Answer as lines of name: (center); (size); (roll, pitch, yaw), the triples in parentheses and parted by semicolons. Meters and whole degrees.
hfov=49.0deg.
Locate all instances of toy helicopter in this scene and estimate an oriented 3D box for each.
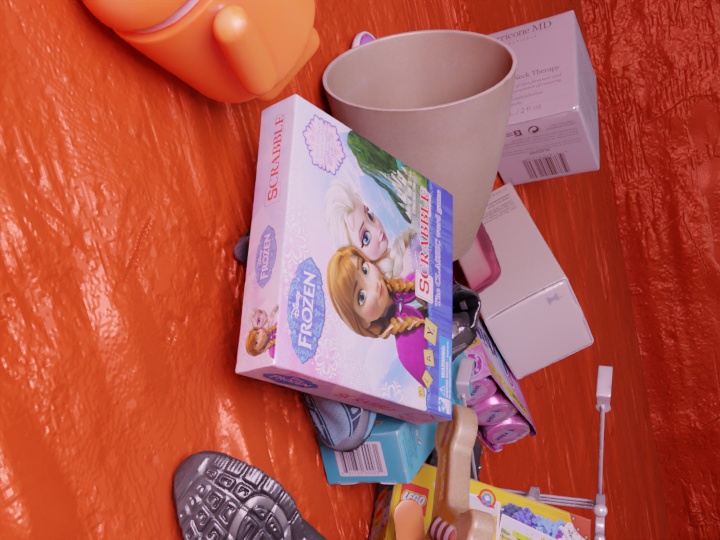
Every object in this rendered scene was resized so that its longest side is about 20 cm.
toy helicopter: (0.067, 0.203, 0.623); (0.078, 0.133, 0.202); (19, 52, -12)

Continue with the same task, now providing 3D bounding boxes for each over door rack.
over door rack: (0.168, 0.187, 0.776); (0.067, 0.145, 0.203); (-60, 147, -56)

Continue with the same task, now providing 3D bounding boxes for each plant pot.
plant pot: (0.065, -0.113, 0.806); (0.188, 0.184, 0.202); (-64, 154, -49)

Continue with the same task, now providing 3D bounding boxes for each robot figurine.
robot figurine: (-0.104, -0.185, 0.512); (0.199, 0.115, 0.146); (27, 59, -59)

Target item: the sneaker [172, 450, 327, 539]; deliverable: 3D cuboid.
sneaker: (-0.060, 0.199, 0.552); (0.076, 0.090, 0.201); (-45, 109, -17)

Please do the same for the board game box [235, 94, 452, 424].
board game box: (0.000, 0.000, 0.608); (0.198, 0.041, 0.203); (24, 61, -44)

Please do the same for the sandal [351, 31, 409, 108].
sandal: (0.045, -0.174, 0.892); (0.205, 0.049, 0.083); (68, 29, -26)

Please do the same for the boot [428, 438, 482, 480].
boot: (0.125, 0.278, 0.908); (0.200, 0.068, 0.176); (50, 41, -44)

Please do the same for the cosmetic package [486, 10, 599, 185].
cosmetic package: (0.294, -0.277, 1.303); (0.166, 0.165, 0.203); (45, 43, -50)

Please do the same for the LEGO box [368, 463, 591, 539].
LEGO box: (0.103, 0.279, 0.721); (0.077, 0.197, 0.150); (118, -11, -52)

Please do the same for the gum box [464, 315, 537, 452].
gum box: (0.143, 0.129, 0.952); (0.200, 0.065, 0.115); (48, 21, -49)

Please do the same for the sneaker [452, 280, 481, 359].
sneaker: (0.081, 0.045, 0.807); (0.067, 0.090, 0.200); (60, 10, -14)

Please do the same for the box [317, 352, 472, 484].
box: (0.040, 0.135, 0.759); (0.200, 0.081, 0.050); (-34, 114, -62)

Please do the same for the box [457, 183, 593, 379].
box: (0.194, 0.011, 1.000); (0.128, 0.108, 0.201); (55, 13, -39)

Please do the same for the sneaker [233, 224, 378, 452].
sneaker: (-0.051, 0.054, 0.623); (0.095, 0.079, 0.203); (-20, 94, -53)
